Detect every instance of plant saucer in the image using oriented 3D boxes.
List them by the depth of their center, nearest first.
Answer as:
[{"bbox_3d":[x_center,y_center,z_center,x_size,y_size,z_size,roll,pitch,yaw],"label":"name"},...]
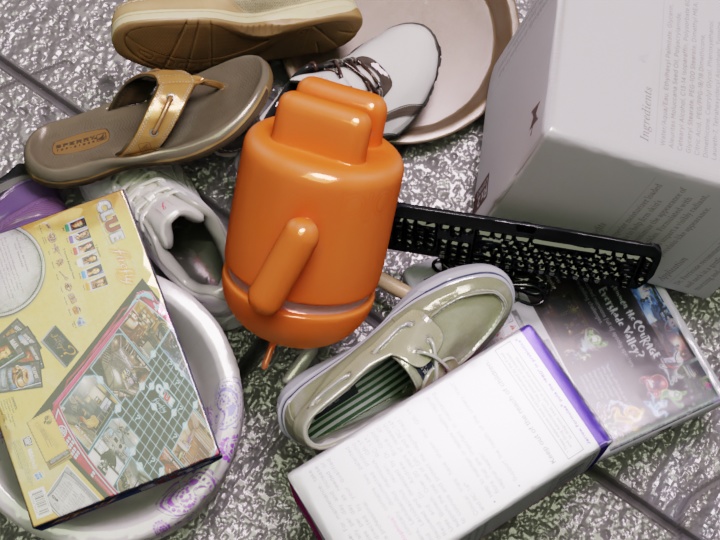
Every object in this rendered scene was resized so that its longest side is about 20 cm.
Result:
[{"bbox_3d":[0.031,-0.195,1.129,0.199,0.029,0.201,0,76,-2],"label":"plant saucer"}]

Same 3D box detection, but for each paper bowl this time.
[{"bbox_3d":[-0.184,0.104,1.008,0.199,0.104,0.202,1,76,-2],"label":"paper bowl"}]

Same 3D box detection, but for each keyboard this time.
[{"bbox_3d":[0.116,-0.003,1.020,0.199,0.104,0.040,10,71,5],"label":"keyboard"}]

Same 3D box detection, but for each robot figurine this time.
[{"bbox_3d":[-0.037,-0.030,0.962,0.116,0.144,0.201,-1,119,-24],"label":"robot figurine"}]

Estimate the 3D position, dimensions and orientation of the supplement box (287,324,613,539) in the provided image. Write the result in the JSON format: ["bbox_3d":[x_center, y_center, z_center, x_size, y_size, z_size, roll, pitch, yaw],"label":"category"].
[{"bbox_3d":[0.059,0.140,0.955,0.199,0.101,0.104,-32,74,-11],"label":"supplement box"}]

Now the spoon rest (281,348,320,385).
[{"bbox_3d":[0.026,0.127,1.045,0.200,0.061,0.100,39,78,-7],"label":"spoon rest"}]

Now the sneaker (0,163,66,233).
[{"bbox_3d":[-0.325,-0.020,1.060,0.199,0.076,0.088,-19,63,-11],"label":"sneaker"}]

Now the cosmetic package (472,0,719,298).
[{"bbox_3d":[0.206,-0.104,1.018,0.199,0.165,0.166,15,63,-9],"label":"cosmetic package"}]

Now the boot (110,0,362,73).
[{"bbox_3d":[-0.110,-0.241,1.070,0.199,0.073,0.156,-10,70,-20],"label":"boot"}]

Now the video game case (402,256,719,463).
[{"bbox_3d":[0.154,0.051,1.061,0.181,0.023,0.201,-23,67,-7],"label":"video game case"}]

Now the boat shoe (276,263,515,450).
[{"bbox_3d":[0.033,0.068,0.981,0.200,0.062,0.072,-35,114,-8],"label":"boat shoe"}]

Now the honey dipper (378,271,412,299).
[{"bbox_3d":[0.000,0.000,1.061,0.199,0.038,0.038,30,77,14],"label":"honey dipper"}]

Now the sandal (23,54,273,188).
[{"bbox_3d":[-0.161,-0.118,1.025,0.199,0.054,0.081,-17,50,-1],"label":"sandal"}]

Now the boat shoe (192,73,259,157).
[{"bbox_3d":[-0.134,-0.188,1.105,0.067,0.057,0.201,-24,79,-8],"label":"boat shoe"}]

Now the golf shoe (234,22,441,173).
[{"bbox_3d":[-0.009,-0.129,1.048,0.078,0.095,0.200,43,73,10],"label":"golf shoe"}]

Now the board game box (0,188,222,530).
[{"bbox_3d":[-0.192,0.060,0.948,0.135,0.035,0.201,-20,79,-8],"label":"board game box"}]

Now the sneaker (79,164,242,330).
[{"bbox_3d":[-0.149,-0.047,1.048,0.200,0.099,0.078,44,78,8],"label":"sneaker"}]
